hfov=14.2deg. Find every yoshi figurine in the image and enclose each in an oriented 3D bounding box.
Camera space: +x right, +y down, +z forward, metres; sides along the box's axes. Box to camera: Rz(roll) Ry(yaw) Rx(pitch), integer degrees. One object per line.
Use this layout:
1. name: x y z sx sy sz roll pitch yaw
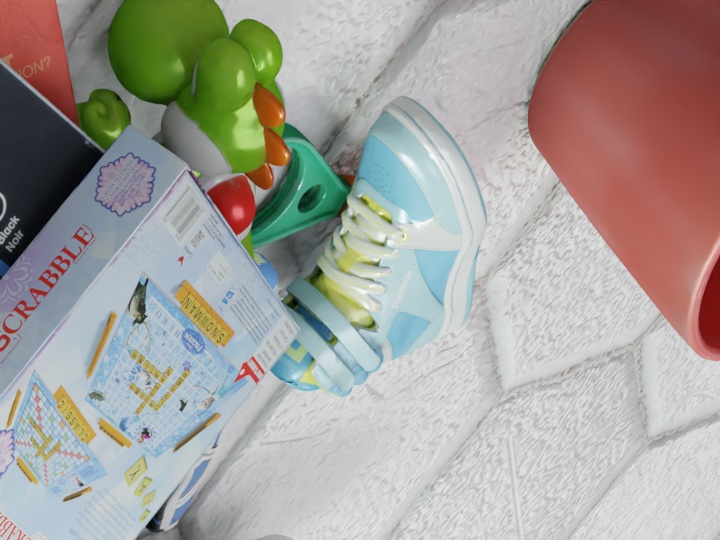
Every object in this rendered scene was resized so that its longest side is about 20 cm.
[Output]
1. yoshi figurine: -0.093 -0.073 1.445 0.200 0.111 0.113 116 -14 -53

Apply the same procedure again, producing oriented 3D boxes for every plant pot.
1. plant pot: 0.209 -0.077 1.734 0.200 0.177 0.201 -33 148 -24

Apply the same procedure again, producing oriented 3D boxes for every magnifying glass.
1. magnifying glass: -0.025 -0.042 1.623 0.200 0.022 0.080 2 125 -55

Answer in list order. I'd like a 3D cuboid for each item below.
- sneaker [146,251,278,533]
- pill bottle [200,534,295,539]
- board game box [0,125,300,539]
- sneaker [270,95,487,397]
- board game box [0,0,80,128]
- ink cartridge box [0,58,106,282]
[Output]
1. sneaker: -0.092 0.070 1.609 0.077 0.076 0.201 -17 142 -31
2. pill bottle: -0.114 0.230 1.747 0.199 0.112 0.113 -18 141 -41
3. board game box: -0.127 0.058 1.352 0.200 0.041 0.200 -51 154 -10
4. sneaker: 0.000 0.000 1.611 0.130 0.080 0.201 -35 148 -21
5. board game box: -0.197 -0.028 1.325 0.153 0.040 0.201 -29 129 -29
6. ink cartridge box: -0.227 -0.025 1.238 0.199 0.043 0.200 -54 136 -5
